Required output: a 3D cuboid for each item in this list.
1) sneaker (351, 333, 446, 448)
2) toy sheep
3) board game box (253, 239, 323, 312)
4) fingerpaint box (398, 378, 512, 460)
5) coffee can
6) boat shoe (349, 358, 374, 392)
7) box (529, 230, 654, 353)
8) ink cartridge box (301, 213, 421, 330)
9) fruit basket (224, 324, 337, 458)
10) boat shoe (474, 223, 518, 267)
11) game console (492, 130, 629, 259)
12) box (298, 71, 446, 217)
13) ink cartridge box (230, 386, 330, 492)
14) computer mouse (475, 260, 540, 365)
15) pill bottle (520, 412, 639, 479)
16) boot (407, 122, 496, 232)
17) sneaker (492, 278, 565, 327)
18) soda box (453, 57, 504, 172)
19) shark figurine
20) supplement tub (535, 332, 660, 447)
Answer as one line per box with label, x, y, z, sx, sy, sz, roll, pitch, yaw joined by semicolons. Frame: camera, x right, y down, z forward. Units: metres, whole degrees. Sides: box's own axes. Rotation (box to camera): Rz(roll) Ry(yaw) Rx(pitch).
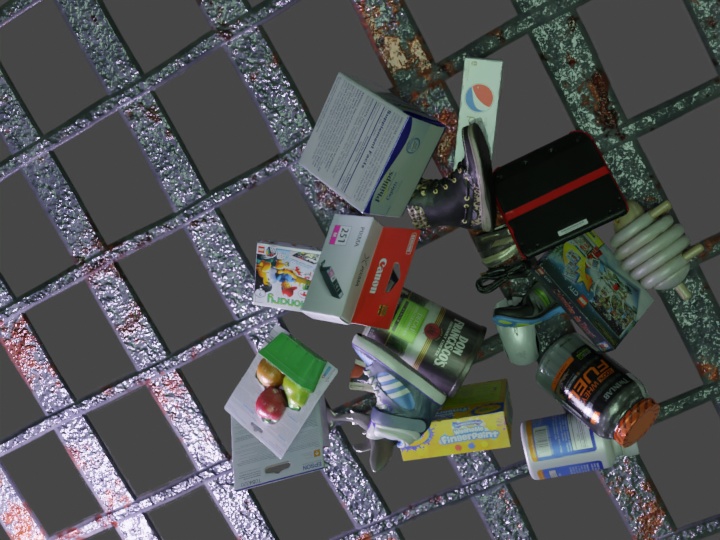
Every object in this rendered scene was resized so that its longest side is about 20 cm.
sneaker;0.035;0.221;1.574;0.200;0.081;0.147;37;94;-2
toy sheep;0.508;-0.036;1.553;0.138;0.138;0.200;-37;77;17
board game box;-0.104;0.017;1.736;0.200;0.035;0.126;8;106;9
fingerpaint box;0.179;0.277;1.677;0.200;0.167;0.073;-11;101;13
coffee can;0.111;0.126;1.663;0.200;0.146;0.147;26;107;4
boat shoe;0.063;0.224;1.707;0.200;0.071;0.063;17;90;34
box;0.410;0.027;1.593;0.200;0.038;0.137;48;65;-3
ink cartridge box;0.000;0.000;1.623;0.173;0.044;0.200;7;71;37
fruit basket;-0.153;0.231;1.741;0.185;0.094;0.200;32;95;36
boat shoe;0.293;-0.080;1.613;0.200;0.074;0.073;-31;96;16
game console;0.340;-0.135;1.571;0.200;0.031;0.177;-26;75;10
box;0.017;-0.218;1.570;0.200;0.105;0.184;41;113;38
ink cartridge box;-0.158;0.319;1.756;0.196;0.043;0.200;-18;58;16
computer mouse;0.287;0.087;1.671;0.110;0.044;0.200;-15;100;13
pill bottle;0.406;0.317;1.670;0.200;0.112;0.112;-13;101;14
boot;0.152;-0.154;1.564;0.150;0.073;0.200;-2;125;21
sneaker;0.318;0.050;1.617;0.199;0.071;0.083;-20;89;-19
soda box;0.209;-0.272;1.587;0.068;0.064;0.200;7;106;10
shark figurine;0.007;0.292;1.746;0.214;0.128;0.090;27;139;47
supplement tub;0.419;0.212;1.594;0.200;0.122;0.123;41;112;35
